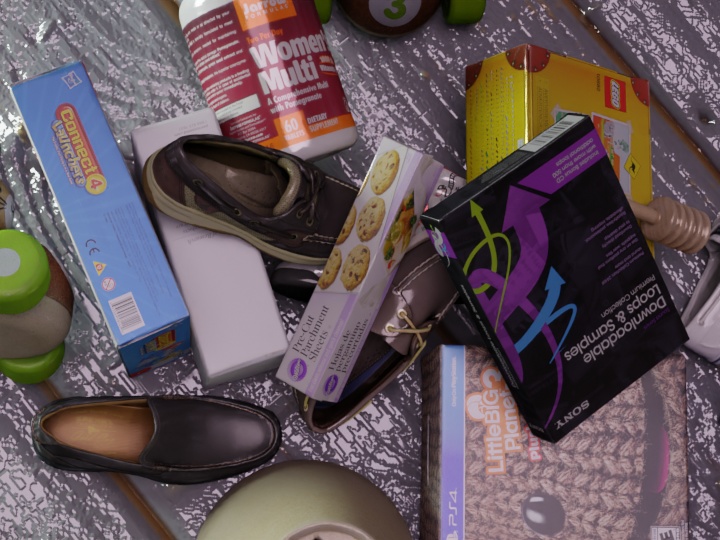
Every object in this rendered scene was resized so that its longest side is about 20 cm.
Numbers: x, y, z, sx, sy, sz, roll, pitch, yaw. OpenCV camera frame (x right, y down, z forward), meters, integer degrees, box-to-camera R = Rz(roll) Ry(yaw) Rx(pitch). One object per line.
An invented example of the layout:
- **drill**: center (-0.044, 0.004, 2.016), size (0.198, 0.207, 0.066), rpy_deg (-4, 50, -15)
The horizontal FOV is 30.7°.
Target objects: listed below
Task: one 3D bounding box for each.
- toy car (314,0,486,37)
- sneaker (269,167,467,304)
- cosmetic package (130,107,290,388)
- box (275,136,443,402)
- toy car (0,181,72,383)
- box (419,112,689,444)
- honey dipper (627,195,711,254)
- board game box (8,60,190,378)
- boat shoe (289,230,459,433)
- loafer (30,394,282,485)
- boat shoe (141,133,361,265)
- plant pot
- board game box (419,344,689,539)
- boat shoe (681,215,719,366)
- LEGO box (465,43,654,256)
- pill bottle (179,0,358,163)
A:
- **toy car**: center (0.030, -0.293, 1.063), size (0.163, 0.200, 0.159), rpy_deg (-1, 80, -7)
- **sneaker**: center (0.023, -0.030, 1.084), size (0.199, 0.067, 0.109), rpy_deg (1, 79, -10)
- **cosmetic package**: center (-0.120, -0.015, 1.045), size (0.071, 0.101, 0.202), rpy_deg (-17, 83, -10)
- **box**: center (0.000, 0.000, 0.986), size (0.041, 0.039, 0.201), rpy_deg (27, 94, 32)
- **toy car**: center (-0.294, -0.038, 1.005), size (0.156, 0.165, 0.202), rpy_deg (3, 64, -6)
- **box**: center (0.148, 0.007, 0.968), size (0.143, 0.036, 0.201), rpy_deg (-35, 111, -15)
- **honey dipper**: center (0.193, -0.057, 1.020), size (0.199, 0.038, 0.038), rpy_deg (19, 76, -32)
- **board game box**: center (-0.191, -0.030, 0.991), size (0.056, 0.196, 0.201), rpy_deg (-23, 84, -11)
- **boat shoe**: center (0.022, 0.047, 1.026), size (0.200, 0.060, 0.072), rpy_deg (-44, 125, 17)
- **loafer**: center (-0.159, 0.131, 1.028), size (0.198, 0.072, 0.074), rpy_deg (-2, 79, -8)
- **boat shoe**: center (-0.062, -0.053, 0.983), size (0.199, 0.065, 0.074), rpy_deg (11, 69, -27)
- **plant pot**: center (-0.034, 0.230, 0.960), size (0.185, 0.200, 0.189), rpy_deg (1, 80, -6)
- **board game box**: center (0.151, 0.146, 1.050), size (0.198, 0.097, 0.161), rpy_deg (2, 79, -7)
- **boat shoe**: center (0.326, -0.019, 1.114), size (0.065, 0.074, 0.201), rpy_deg (25, 77, -6)
- **LEGO box**: center (0.164, -0.067, 1.070), size (0.148, 0.077, 0.202), rpy_deg (9, 77, -37)
- **pill bottle**: center (-0.082, -0.180, 1.060), size (0.109, 0.110, 0.202), rpy_deg (-20, 93, -10)
